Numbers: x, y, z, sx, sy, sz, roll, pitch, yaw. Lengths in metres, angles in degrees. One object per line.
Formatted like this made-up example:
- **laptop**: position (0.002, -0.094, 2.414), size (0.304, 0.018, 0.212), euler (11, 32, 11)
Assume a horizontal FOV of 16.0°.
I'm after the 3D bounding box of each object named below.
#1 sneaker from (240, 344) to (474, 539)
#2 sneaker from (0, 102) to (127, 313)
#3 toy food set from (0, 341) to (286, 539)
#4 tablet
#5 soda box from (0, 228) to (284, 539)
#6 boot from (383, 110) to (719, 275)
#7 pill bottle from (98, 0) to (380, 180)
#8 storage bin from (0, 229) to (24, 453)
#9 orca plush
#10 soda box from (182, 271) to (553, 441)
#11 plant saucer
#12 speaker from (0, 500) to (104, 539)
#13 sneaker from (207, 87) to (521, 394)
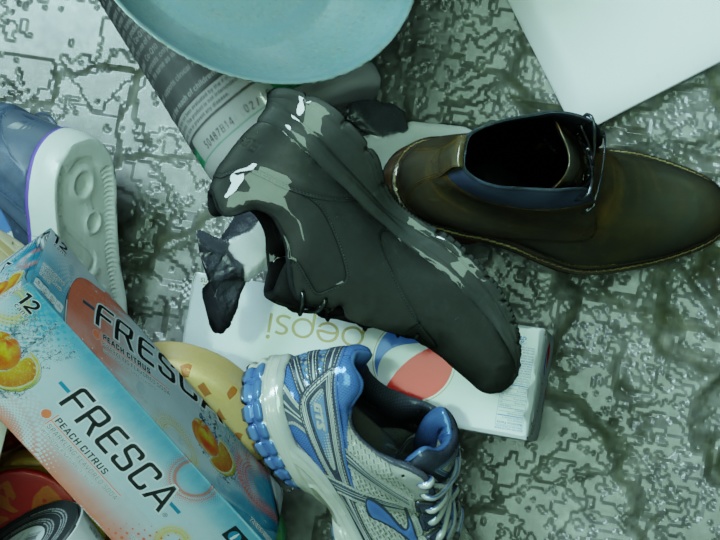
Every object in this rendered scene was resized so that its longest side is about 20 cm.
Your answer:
- **sneaker**: position (0.023, 0.116, 1.370), size (0.085, 0.077, 0.200), euler (-24, 122, 29)
- **sneaker**: position (-0.213, 0.001, 1.470), size (0.146, 0.081, 0.200), euler (14, 109, 33)
- **toy food set**: position (-0.141, 0.126, 1.413), size (0.200, 0.049, 0.198), euler (-1, 117, 4)
- **tablet**: position (0.136, -0.194, 1.452), size (0.130, 0.014, 0.200), euler (-27, 82, 6)
- **soda box**: position (-0.127, 0.078, 1.325), size (0.068, 0.064, 0.200), euler (-33, 111, 19)
- **boot**: position (0.119, -0.041, 1.373), size (0.200, 0.097, 0.075), euler (3, 81, -15)
- **pill bottle**: position (-0.085, -0.157, 1.432), size (0.113, 0.113, 0.200), euler (-33, 81, 5)
- **storage bin**: position (-0.283, 0.075, 1.379), size (0.200, 0.094, 0.199), euler (-18, 51, 42)
- **orca plush**: position (-0.013, -0.024, 1.416), size (0.200, 0.071, 0.105), euler (-39, 97, -28)
- **soda box**: position (0.004, 0.049, 1.425), size (0.200, 0.068, 0.064), euler (10, 87, 9)
- **plant saucer**: position (-0.066, -0.179, 1.360), size (0.201, 0.039, 0.201), euler (11, 60, -21)
- **speaker**: position (-0.131, 0.225, 1.387), size (0.081, 0.081, 0.200), euler (-30, 110, 5)
- **sneaker**: position (0.000, 0.000, 1.335), size (0.200, 0.076, 0.091), euler (45, 76, -10)
